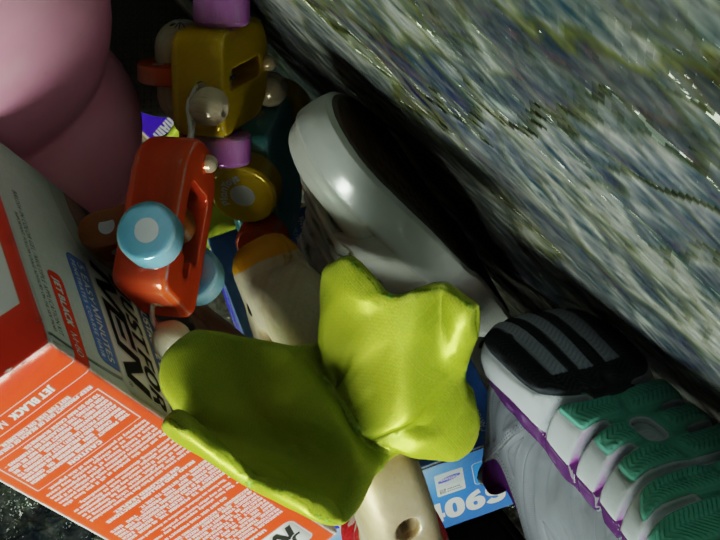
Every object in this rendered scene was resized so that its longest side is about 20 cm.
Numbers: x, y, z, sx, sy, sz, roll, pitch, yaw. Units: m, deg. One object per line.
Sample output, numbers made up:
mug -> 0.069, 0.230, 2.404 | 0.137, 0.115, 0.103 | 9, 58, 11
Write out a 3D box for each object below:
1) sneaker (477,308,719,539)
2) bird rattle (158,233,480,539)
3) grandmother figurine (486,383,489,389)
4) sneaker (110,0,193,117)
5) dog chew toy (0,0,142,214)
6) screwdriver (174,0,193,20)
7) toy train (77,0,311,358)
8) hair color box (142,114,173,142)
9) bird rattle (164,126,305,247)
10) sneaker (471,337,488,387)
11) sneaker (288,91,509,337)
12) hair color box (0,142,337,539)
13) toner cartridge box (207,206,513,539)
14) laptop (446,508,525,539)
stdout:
sneaker -> 0.108, 0.099, 0.662 | 0.200, 0.074, 0.088 | 50, 141, 46
bird rattle -> 0.006, 0.070, 0.699 | 0.201, 0.112, 0.163 | 61, 178, -39
grandmother figurine -> 0.107, 0.077, 0.792 | 0.121, 0.061, 0.200 | 42, 177, -24
sneaker -> -0.143, -0.149, 0.820 | 0.200, 0.070, 0.080 | 47, -176, -31
dog chew toy -> -0.145, -0.064, 0.757 | 0.124, 0.124, 0.201 | 40, 160, 42
screwdriver -> -0.085, -0.128, 0.777 | 0.029, 0.028, 0.200 | -3, 144, 44
toy train -> -0.067, -0.030, 0.756 | 0.055, 0.151, 0.200 | 4, 169, 12
hair color box -> -0.136, -0.118, 1.256 | 0.200, 0.065, 0.109 | 41, 176, 15
bird rattle -> -0.083, -0.008, 1.128 | 0.162, 0.113, 0.200 | 7, 156, -16
sneaker -> 0.065, 0.061, 1.024 | 0.199, 0.080, 0.074 | 27, -148, -15
sneaker -> 0.000, 0.000, 0.753 | 0.073, 0.084, 0.200 | 63, -174, 28
hair color box -> -0.097, 0.044, 0.728 | 0.200, 0.064, 0.111 | 44, -165, -51
toner cartridge box -> -0.003, 0.042, 0.875 | 0.200, 0.094, 0.043 | -117, 9, -49
laptop -> 0.033, 0.152, 0.893 | 0.177, 0.103, 0.200 | 52, 179, 37
